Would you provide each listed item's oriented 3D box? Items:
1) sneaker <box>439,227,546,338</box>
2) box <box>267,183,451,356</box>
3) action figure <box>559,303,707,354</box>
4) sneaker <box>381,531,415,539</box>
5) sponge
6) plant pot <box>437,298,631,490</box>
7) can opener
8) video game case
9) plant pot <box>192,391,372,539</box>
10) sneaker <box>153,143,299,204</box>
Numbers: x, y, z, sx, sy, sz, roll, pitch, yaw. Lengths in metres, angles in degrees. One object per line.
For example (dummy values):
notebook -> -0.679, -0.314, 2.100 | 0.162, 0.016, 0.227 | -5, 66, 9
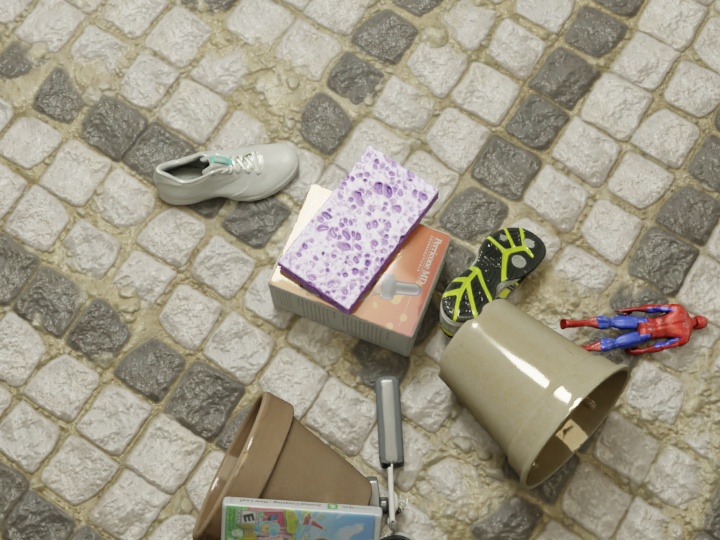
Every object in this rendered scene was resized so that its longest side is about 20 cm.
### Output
sneaker -> 0.169, 0.013, 1.675 | 0.075, 0.076, 0.200 | 44, 59, 14
box -> 0.000, 0.000, 1.656 | 0.200, 0.106, 0.152 | 20, 74, 6
action figure -> 0.365, 0.079, 1.665 | 0.200, 0.052, 0.065 | -6, 78, -7
sneaker -> -0.014, 0.383, 1.545 | 0.200, 0.091, 0.066 | -30, 77, -9
sponge -> -0.002, -0.052, 1.600 | 0.112, 0.030, 0.200 | 35, 76, 10
plant pot -> 0.206, 0.140, 1.585 | 0.200, 0.200, 0.183 | -43, 66, -12
can opener -> 0.028, 0.236, 1.611 | 0.066, 0.053, 0.200 | 1, 73, 1
video game case -> -0.072, 0.357, 1.459 | 0.182, 0.022, 0.200 | 4, 113, -1
plant pot -> -0.086, 0.275, 1.538 | 0.175, 0.200, 0.200 | 28, 74, -6
sneaker -> -0.181, -0.137, 1.705 | 0.200, 0.089, 0.075 | -13, 72, -5
